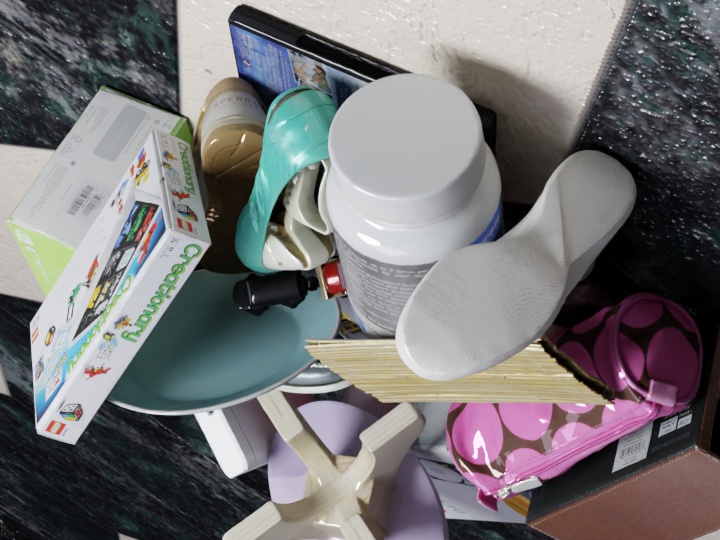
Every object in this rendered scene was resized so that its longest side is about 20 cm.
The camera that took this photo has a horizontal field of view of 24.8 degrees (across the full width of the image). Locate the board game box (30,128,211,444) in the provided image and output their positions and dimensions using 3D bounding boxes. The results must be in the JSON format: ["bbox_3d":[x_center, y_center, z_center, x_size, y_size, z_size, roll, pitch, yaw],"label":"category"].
[{"bbox_3d":[-0.178,0.012,1.177,0.035,0.126,0.200,22,119,-28],"label":"board game box"}]

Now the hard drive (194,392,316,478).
[{"bbox_3d":[-0.098,0.106,1.455,0.132,0.027,0.200,62,-163,7],"label":"hard drive"}]

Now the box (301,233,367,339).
[{"bbox_3d":[-0.004,0.017,1.325,0.200,0.048,0.158,44,154,-15],"label":"box"}]

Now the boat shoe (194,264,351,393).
[{"bbox_3d":[-0.082,0.039,1.323,0.200,0.073,0.062,23,138,33],"label":"boat shoe"}]

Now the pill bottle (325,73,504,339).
[{"bbox_3d":[0.038,-0.032,1.074,0.114,0.114,0.200,22,155,19],"label":"pill bottle"}]

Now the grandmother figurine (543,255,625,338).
[{"bbox_3d":[0.147,0.027,1.180,0.121,0.061,0.200,9,153,17],"label":"grandmother figurine"}]

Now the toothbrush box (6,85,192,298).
[{"bbox_3d":[-0.197,-0.031,1.361,0.086,0.146,0.200,23,154,17],"label":"toothbrush box"}]

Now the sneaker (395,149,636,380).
[{"bbox_3d":[0.096,0.012,1.025,0.075,0.200,0.089,44,152,12],"label":"sneaker"}]

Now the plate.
[{"bbox_3d":[-0.111,0.056,1.241,0.200,0.200,0.026,13,129,36],"label":"plate"}]

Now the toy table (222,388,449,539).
[{"bbox_3d":[-0.017,0.179,1.318,0.200,0.184,0.117,41,175,27],"label":"toy table"}]

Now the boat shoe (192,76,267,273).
[{"bbox_3d":[-0.090,-0.068,1.218,0.074,0.069,0.200,-1,149,-9],"label":"boat shoe"}]

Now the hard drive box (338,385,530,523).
[{"bbox_3d":[0.086,0.160,1.462,0.156,0.077,0.200,33,159,-25],"label":"hard drive box"}]

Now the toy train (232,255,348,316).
[{"bbox_3d":[0.000,0.000,1.212,0.200,0.034,0.046,-12,176,9],"label":"toy train"}]

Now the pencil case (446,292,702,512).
[{"bbox_3d":[0.149,0.095,1.147,0.091,0.094,0.200,30,138,-19],"label":"pencil case"}]

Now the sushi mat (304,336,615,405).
[{"bbox_3d":[0.063,0.067,1.102,0.200,0.012,0.096,-3,153,39],"label":"sushi mat"}]

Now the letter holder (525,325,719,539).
[{"bbox_3d":[0.241,0.146,1.191,0.142,0.101,0.200,30,145,-17],"label":"letter holder"}]

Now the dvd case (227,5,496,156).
[{"bbox_3d":[0.003,-0.103,1.143,0.200,0.018,0.143,25,155,16],"label":"dvd case"}]

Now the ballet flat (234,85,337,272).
[{"bbox_3d":[-0.045,-0.041,1.140,0.070,0.067,0.200,57,153,26],"label":"ballet flat"}]
